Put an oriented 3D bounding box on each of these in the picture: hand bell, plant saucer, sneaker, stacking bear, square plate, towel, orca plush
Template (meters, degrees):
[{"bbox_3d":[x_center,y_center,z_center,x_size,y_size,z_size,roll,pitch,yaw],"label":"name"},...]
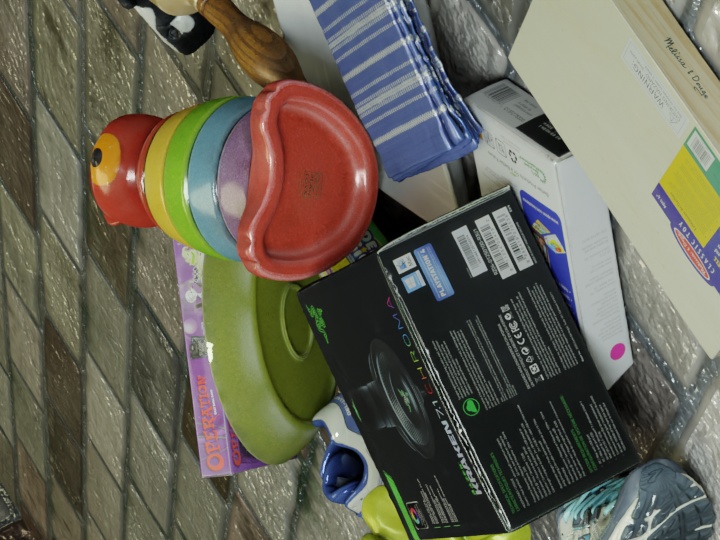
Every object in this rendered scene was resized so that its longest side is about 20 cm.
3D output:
[{"bbox_3d":[-0.093,-0.172,1.528,0.200,0.104,0.104,48,156,35],"label":"hand bell"},{"bbox_3d":[-0.057,0.038,1.661,0.200,0.031,0.201,-8,-90,-68],"label":"plant saucer"},{"bbox_3d":[0.148,0.157,1.375,0.086,0.077,0.200,57,160,27],"label":"sneaker"},{"bbox_3d":[-0.097,-0.061,1.489,0.200,0.114,0.122,7,90,42],"label":"stacking bear"},{"bbox_3d":[0.003,-0.137,1.436,0.200,0.028,0.199,37,148,51],"label":"square plate"},{"bbox_3d":[0.004,-0.151,1.343,0.200,0.024,0.145,66,164,-1],"label":"towel"},{"bbox_3d":[-0.144,-0.255,1.650,0.105,0.071,0.200,-27,-84,-65],"label":"orca plush"},{"bbox_3d":[0.009,0.153,1.710,0.075,0.088,0.200,40,152,45],"label":"sneaker"}]

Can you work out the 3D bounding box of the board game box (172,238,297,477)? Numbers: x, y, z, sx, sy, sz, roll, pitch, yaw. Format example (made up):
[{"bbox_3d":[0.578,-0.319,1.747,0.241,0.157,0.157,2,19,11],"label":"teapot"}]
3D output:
[{"bbox_3d":[-0.090,0.042,1.652,0.120,0.032,0.201,0,-96,-73],"label":"board game box"}]

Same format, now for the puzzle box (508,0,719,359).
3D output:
[{"bbox_3d":[0.149,-0.064,1.158,0.200,0.025,0.133,58,160,15],"label":"puzzle box"}]

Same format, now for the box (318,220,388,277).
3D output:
[{"bbox_3d":[0.000,0.000,1.556,0.200,0.048,0.117,57,176,23],"label":"box"}]

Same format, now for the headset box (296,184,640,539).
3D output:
[{"bbox_3d":[0.055,0.060,1.359,0.175,0.093,0.200,65,163,0],"label":"headset box"}]

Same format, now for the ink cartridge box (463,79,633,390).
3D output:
[{"bbox_3d":[0.110,-0.004,1.322,0.095,0.037,0.200,40,149,50],"label":"ink cartridge box"}]

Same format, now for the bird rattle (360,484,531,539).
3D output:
[{"bbox_3d":[0.089,0.180,1.561,0.200,0.113,0.163,46,-163,-37],"label":"bird rattle"}]
